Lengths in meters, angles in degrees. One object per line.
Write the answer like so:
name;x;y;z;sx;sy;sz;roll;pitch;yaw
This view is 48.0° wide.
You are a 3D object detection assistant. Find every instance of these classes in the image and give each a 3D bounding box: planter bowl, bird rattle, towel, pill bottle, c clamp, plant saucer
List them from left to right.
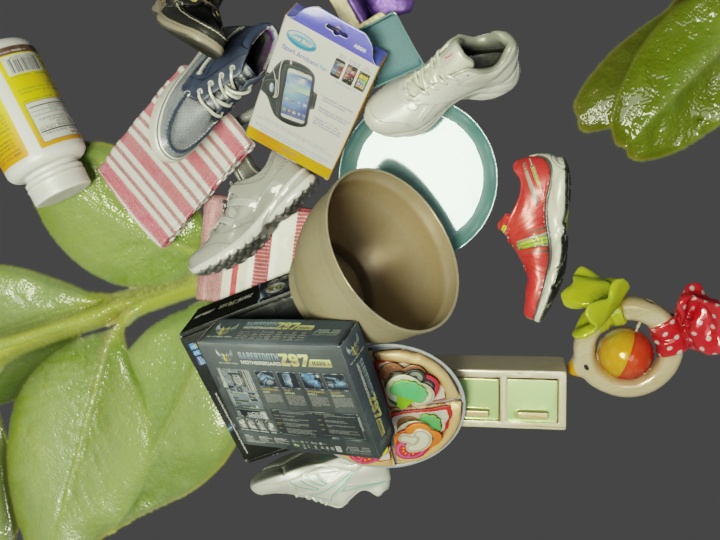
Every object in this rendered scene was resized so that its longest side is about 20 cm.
pill bottle;-0.432;-0.188;1.050;0.108;0.109;0.202;-25;95;14
towel;-0.241;-0.146;1.053;0.200;0.030;0.147;-45;80;18
c clamp;-0.114;-0.186;1.032;0.198;0.027;0.172;-20;96;14
towel;-0.116;-0.017;1.070;0.198;0.023;0.146;9;101;7
plant saucer;-0.022;-0.234;0.943;0.199;0.019;0.070;-16;122;35
planter bowl;0.000;0.000;0.951;0.134;0.200;0.201;-31;95;43
plant saucer;0.072;-0.114;1.011;0.198;0.027;0.203;2;102;11
bird rattle;0.336;0.077;0.983;0.198;0.113;0.164;15;115;-6

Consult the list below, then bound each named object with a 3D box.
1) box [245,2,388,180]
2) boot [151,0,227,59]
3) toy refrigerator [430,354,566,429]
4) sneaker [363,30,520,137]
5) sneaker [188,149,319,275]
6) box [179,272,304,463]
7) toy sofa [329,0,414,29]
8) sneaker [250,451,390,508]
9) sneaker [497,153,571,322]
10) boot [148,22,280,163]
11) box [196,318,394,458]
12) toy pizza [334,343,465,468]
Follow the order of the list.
box;-0.051;-0.211;0.938;0.118;0.042;0.201;28;133;-2
boot;-0.172;-0.337;0.945;0.073;0.200;0.151;29;102;-31
toy refrigerator;0.158;0.153;1.025;0.198;0.070;0.077;0;101;10
sneaker;0.091;-0.225;0.928;0.198;0.099;0.078;-27;74;-2
sneaker;-0.146;-0.073;1.027;0.200;0.075;0.082;-42;82;2
box;-0.111;0.125;1.046;0.162;0.086;0.202;-20;107;13
toy sofa;-0.023;-0.370;0.950;0.097;0.083;0.201;-28;95;15
sneaker;-0.054;0.285;1.093;0.198;0.070;0.081;-14;101;12
sneaker;0.209;-0.040;0.985;0.084;0.077;0.203;5;95;21
boot;-0.172;-0.216;0.958;0.090;0.073;0.202;4;62;43
box;-0.073;0.133;0.926;0.198;0.051;0.159;-2;122;30
toy pizza;0.029;0.174;0.981;0.198;0.032;0.202;0;122;1
